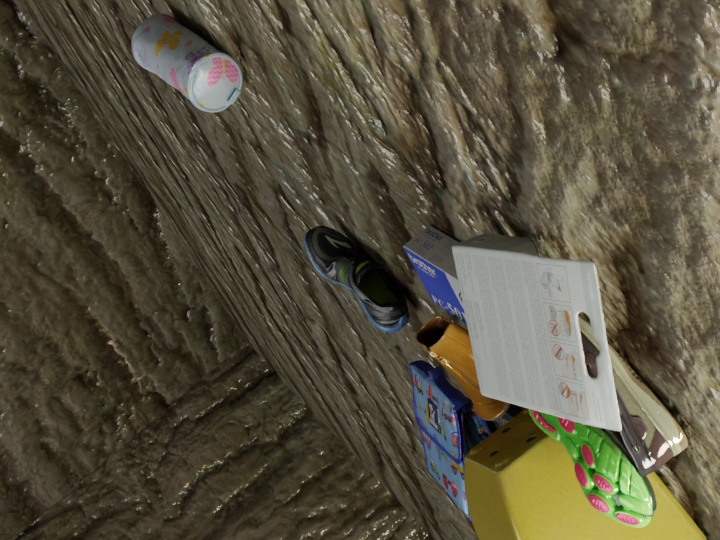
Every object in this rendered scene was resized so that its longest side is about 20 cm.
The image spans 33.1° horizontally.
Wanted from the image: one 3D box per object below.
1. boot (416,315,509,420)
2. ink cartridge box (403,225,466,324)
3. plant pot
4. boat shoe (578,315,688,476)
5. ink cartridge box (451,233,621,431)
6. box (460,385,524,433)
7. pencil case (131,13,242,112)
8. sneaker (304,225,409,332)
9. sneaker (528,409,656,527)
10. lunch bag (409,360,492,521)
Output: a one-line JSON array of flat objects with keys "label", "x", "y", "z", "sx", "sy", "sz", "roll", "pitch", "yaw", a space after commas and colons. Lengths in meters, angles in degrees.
[{"label": "boot", "x": 0.129, "y": 0.111, "z": 1.454, "sx": 0.143, "sy": 0.071, "sz": 0.201, "roll": 31, "pitch": 162, "yaw": -3}, {"label": "ink cartridge box", "x": 0.131, "y": 0.026, "z": 1.329, "sx": 0.200, "sy": 0.044, "sz": 0.094, "roll": 35, "pitch": 160, "yaw": 54}, {"label": "plant pot", "x": 0.228, "y": 0.265, "z": 1.378, "sx": 0.201, "sy": 0.194, "sz": 0.195, "roll": 57, "pitch": 168, "yaw": -10}, {"label": "boat shoe", "x": 0.228, "y": 0.112, "z": 1.173, "sx": 0.200, "sy": 0.065, "sz": 0.072, "roll": 48, "pitch": 170, "yaw": 14}, {"label": "ink cartridge box", "x": 0.174, "y": 0.053, "z": 1.134, "sx": 0.200, "sy": 0.047, "sz": 0.161, "roll": 9, "pitch": 114, "yaw": 56}, {"label": "box", "x": 0.231, "y": 0.231, "z": 1.605, "sx": 0.200, "sy": 0.043, "sz": 0.160, "roll": 55, "pitch": 168, "yaw": -23}, {"label": "pencil case", "x": -0.241, "y": -0.287, "z": 1.674, "sx": 0.200, "sy": 0.083, "sz": 0.091, "roll": 38, "pitch": 169, "yaw": 47}, {"label": "sneaker", "x": 0.000, "y": 0.000, "z": 1.732, "sx": 0.200, "sy": 0.071, "sz": 0.083, "roll": 45, "pitch": 154, "yaw": 20}, {"label": "sneaker", "x": 0.250, "y": 0.175, "z": 1.242, "sx": 0.200, "sy": 0.083, "sz": 0.077, "roll": 60, "pitch": 142, "yaw": 43}, {"label": "lunch bag", "x": 0.135, "y": 0.217, "z": 1.682, "sx": 0.151, "sy": 0.094, "sz": 0.201, "roll": 43, "pitch": 155, "yaw": 62}]
